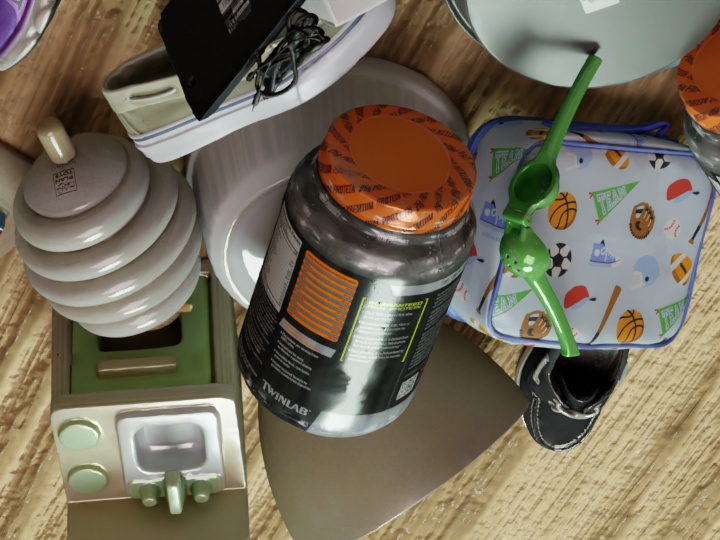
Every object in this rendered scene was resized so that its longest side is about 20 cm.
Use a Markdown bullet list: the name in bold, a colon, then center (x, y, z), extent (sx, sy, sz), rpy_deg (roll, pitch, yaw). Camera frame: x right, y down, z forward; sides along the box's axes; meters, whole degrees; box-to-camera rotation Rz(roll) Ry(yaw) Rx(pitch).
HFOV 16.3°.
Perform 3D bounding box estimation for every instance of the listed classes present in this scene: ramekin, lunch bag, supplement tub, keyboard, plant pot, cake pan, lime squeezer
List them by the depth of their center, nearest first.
- **keyboard**: center (-0.055, -0.149, 1.448), extent (0.040, 0.104, 0.200), rpy_deg (-13, 165, -29)
- **cake pan**: center (0.149, -0.192, 1.597), extent (0.200, 0.037, 0.200), rpy_deg (-3, 135, -3)
- **supplement tub**: center (0.000, 0.000, 1.604), extent (0.122, 0.123, 0.200), rpy_deg (8, 133, -14)
- **lime squeezer**: center (0.124, -0.037, 1.617), extent (0.071, 0.038, 0.200), rpy_deg (-3, 104, -25)
- **supplement tub**: center (0.294, -0.081, 1.690), extent (0.122, 0.123, 0.200), rpy_deg (-23, 135, 16)
- **lunch bag**: center (0.152, -0.029, 1.710), extent (0.200, 0.076, 0.161), rpy_deg (2, 102, -38)
- **ramekin**: center (-0.020, -0.043, 1.722), extent (0.202, 0.094, 0.203), rpy_deg (-3, 135, -3)
- **plant pot**: center (0.003, 0.096, 1.820), extent (0.200, 0.200, 0.135), rpy_deg (-33, 94, 25)

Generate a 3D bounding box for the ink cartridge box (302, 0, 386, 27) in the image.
- **ink cartridge box**: center (0.029, -0.250, 1.453), extent (0.200, 0.084, 0.146), rpy_deg (-30, 110, -8)

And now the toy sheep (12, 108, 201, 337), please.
- **toy sheep**: center (-0.171, -0.032, 1.687), extent (0.138, 0.138, 0.200), rpy_deg (-20, 133, 14)

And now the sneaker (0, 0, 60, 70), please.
- **sneaker**: center (-0.213, -0.219, 1.557), extent (0.083, 0.081, 0.200), rpy_deg (15, 123, -3)

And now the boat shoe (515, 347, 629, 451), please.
- **boat shoe**: center (0.164, 0.074, 1.880), extent (0.074, 0.060, 0.200), rpy_deg (5, 134, -12)

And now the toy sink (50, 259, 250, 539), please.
- **toy sink**: center (-0.149, 0.098, 1.774), extent (0.130, 0.200, 0.112), rpy_deg (-4, 135, 0)

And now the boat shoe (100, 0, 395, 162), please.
- **boat shoe**: center (-0.072, -0.131, 1.544), extent (0.200, 0.072, 0.062), rpy_deg (-28, 126, 23)

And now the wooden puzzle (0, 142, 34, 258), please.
- **wooden puzzle**: center (-0.336, -0.036, 1.737), extent (0.185, 0.037, 0.200), rpy_deg (32, 124, -31)

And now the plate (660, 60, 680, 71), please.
- **plate**: center (0.177, -0.196, 1.639), extent (0.200, 0.026, 0.200), rpy_deg (-3, 134, -3)
